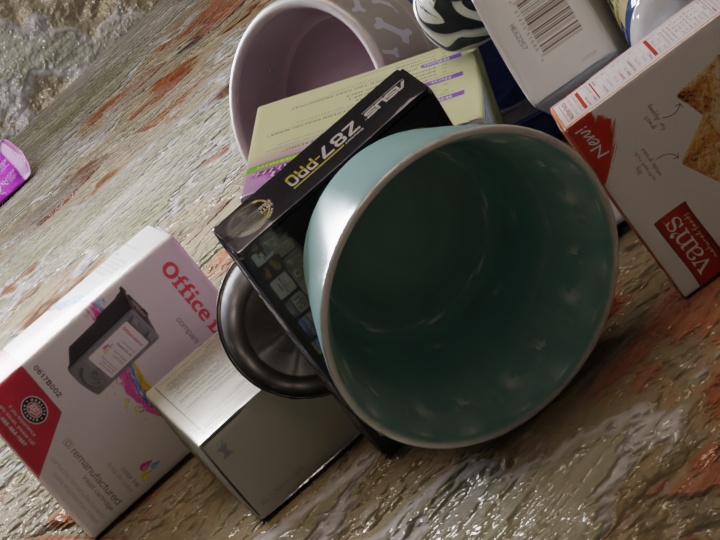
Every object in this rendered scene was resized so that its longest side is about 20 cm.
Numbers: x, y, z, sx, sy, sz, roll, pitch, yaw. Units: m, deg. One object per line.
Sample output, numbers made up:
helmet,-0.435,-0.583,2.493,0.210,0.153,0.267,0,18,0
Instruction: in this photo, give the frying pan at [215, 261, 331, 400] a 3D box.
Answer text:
frying pan,-0.009,0.008,1.471,0.189,0.115,0.031,-36,6,6

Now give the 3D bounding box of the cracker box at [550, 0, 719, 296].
cracker box,0.233,-0.099,1.341,0.199,0.134,0.058,-37,17,8

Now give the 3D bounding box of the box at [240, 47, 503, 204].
box,0.017,-0.070,1.584,0.175,0.097,0.200,-17,20,8

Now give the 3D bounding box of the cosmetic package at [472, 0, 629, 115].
cosmetic package,0.160,-0.155,1.546,0.074,0.102,0.200,-33,-20,18

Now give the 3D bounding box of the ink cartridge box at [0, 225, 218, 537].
ink cartridge box,-0.185,0.084,1.731,0.200,0.148,0.086,-42,17,-8

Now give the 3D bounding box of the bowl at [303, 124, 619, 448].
bowl,0.044,-0.006,1.340,0.201,0.201,0.105,-41,34,-9

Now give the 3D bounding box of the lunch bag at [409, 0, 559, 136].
lunch bag,0.086,-0.154,1.804,0.136,0.133,0.199,-36,21,-34

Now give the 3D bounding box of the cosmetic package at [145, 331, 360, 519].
cosmetic package,-0.078,0.099,1.592,0.103,0.073,0.200,-40,17,-7

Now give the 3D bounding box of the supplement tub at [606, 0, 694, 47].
supplement tub,0.217,-0.222,1.450,0.144,0.144,0.201,-34,47,16

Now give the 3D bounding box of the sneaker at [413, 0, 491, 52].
sneaker,0.121,-0.235,1.554,0.198,0.080,0.130,-27,-10,3

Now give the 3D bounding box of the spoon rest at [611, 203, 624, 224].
spoon rest,0.176,-0.060,1.527,0.200,0.061,0.100,-46,10,27

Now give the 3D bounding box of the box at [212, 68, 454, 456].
box,0.021,-0.003,1.423,0.161,0.200,0.049,-39,36,-7

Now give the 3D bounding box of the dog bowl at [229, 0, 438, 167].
dog bowl,-0.023,-0.131,1.751,0.199,0.201,0.058,-23,-5,42

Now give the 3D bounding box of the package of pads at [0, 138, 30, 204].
package of pads,-0.567,-0.124,3.245,0.121,0.076,0.200,-47,18,-23
